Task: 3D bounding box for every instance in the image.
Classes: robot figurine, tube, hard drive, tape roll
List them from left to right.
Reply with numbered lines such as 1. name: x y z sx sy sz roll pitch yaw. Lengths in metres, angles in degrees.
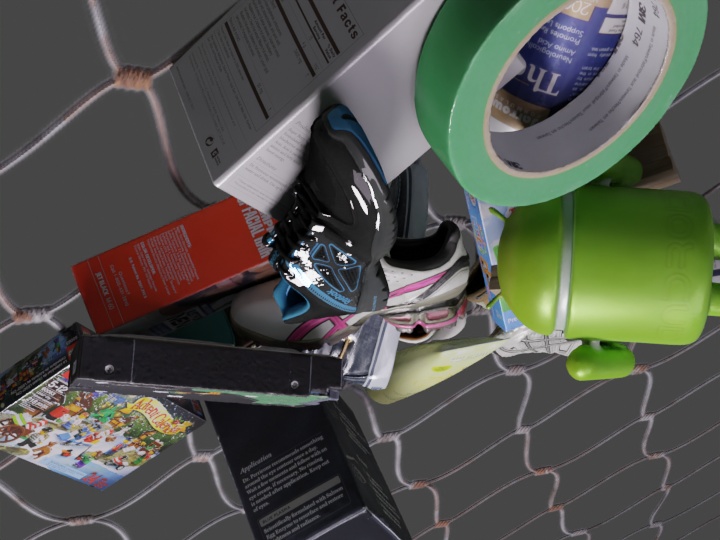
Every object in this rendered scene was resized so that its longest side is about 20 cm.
1. hard drive: -0.125 0.080 0.858 0.197 0.038 0.140 7 169 -16
2. tube: 0.067 0.096 1.112 0.058 0.052 0.200 -56 -168 -29
3. tape roll: 0.131 -0.134 0.713 0.198 0.048 0.202 -21 141 -18
4. robot figurine: 0.195 -0.005 0.835 0.197 0.179 0.116 3 180 8

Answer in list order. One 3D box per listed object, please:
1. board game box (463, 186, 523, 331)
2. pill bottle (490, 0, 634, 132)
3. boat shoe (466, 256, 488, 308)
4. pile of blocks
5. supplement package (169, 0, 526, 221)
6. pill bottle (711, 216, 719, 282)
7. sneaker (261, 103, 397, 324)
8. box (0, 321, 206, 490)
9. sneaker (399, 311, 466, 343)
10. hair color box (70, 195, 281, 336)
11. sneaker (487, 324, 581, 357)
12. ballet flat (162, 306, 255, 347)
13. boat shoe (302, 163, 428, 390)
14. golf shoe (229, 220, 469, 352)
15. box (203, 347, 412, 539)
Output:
1. board game box: 0.170 -0.063 0.975 0.149 0.037 0.202 -21 114 -9
2. pill bottle: 0.138 -0.160 0.824 0.109 0.112 0.202 -6 136 -27
3. boat shoe: 0.156 -0.027 1.073 0.075 0.072 0.201 5 137 -21
4. pile of blocks: 0.189 -0.049 0.939 0.200 0.082 0.062 -42 147 9
5. supplement package: -0.011 -0.140 0.755 0.199 0.121 0.121 -38 144 18
6. pill bottle: 0.330 -0.005 1.176 0.197 0.112 0.112 -7 142 -27
7. sneaker: -0.023 -0.024 0.728 0.081 0.074 0.201 -17 145 -11
8. box: -0.254 0.134 1.030 0.136 0.038 0.200 -33 146 9
9. sneaker: 0.056 0.048 1.086 0.073 0.085 0.199 -39 146 16
10. hair color box: -0.119 -0.007 0.881 0.198 0.065 0.111 -25 170 -4
11. sneaker: 0.202 0.065 1.133 0.076 0.088 0.200 -48 -175 -30
12. ballet flat: -0.118 0.056 1.000 0.197 0.068 0.076 -13 154 -26
13. boat shoe: 0.000 0.000 0.956 0.089 0.071 0.203 12 96 -7
14. golf shoe: -0.009 0.006 0.875 0.197 0.073 0.093 -10 124 -13
15. box: -0.049 0.215 1.132 0.116 0.201 0.197 -28 146 3
